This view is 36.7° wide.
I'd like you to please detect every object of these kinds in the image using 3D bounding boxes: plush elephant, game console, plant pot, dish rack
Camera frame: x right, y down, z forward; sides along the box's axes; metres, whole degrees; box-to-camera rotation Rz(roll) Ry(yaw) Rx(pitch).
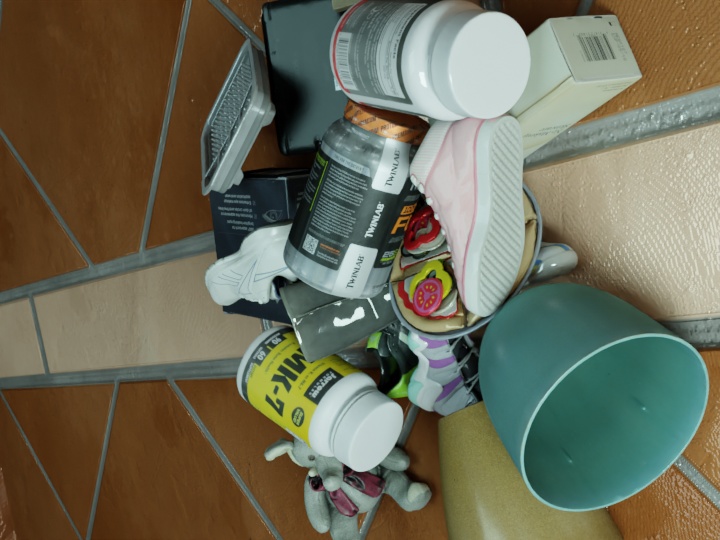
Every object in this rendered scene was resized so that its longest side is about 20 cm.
[{"bbox_3d":[-0.029,0.259,1.434,0.165,0.155,0.200,-37,47,9],"label":"plush elephant"},{"bbox_3d":[-0.068,-0.260,1.458,0.175,0.116,0.201,-4,99,23],"label":"game console"},{"bbox_3d":[0.161,0.238,1.165,0.186,0.186,0.200,-37,70,51],"label":"plant pot"},{"bbox_3d":[0.207,0.105,1.064,0.161,0.200,0.201,-128,41,-53],"label":"plant pot"},{"bbox_3d":[-0.162,-0.202,1.453,0.172,0.043,0.200,-60,24,26],"label":"dish rack"}]

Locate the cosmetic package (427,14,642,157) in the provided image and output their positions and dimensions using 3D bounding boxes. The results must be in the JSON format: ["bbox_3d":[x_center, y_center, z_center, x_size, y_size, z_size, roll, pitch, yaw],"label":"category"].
[{"bbox_3d":[0.171,-0.174,1.097,0.200,0.103,0.073,-37,71,52],"label":"cosmetic package"}]

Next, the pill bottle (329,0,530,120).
[{"bbox_3d":[0.066,-0.207,1.055,0.200,0.114,0.114,23,119,55],"label":"pill bottle"}]

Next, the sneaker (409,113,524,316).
[{"bbox_3d":[0.103,-0.060,1.084,0.104,0.075,0.201,14,110,42],"label":"sneaker"}]

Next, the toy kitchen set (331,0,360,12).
[{"bbox_3d":[0.065,-0.381,1.198,0.180,0.163,0.201,-9,84,22],"label":"toy kitchen set"}]

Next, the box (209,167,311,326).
[{"bbox_3d":[-0.103,-0.037,1.488,0.196,0.117,0.201,8,106,51],"label":"box"}]

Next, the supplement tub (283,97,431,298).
[{"bbox_3d":[0.000,-0.080,1.189,0.122,0.122,0.200,39,118,40],"label":"supplement tub"}]

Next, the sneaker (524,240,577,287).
[{"bbox_3d":[0.150,-0.029,1.191,0.200,0.076,0.105,-16,87,54],"label":"sneaker"}]

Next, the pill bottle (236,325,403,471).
[{"bbox_3d":[-0.050,0.159,1.351,0.200,0.114,0.115,29,123,35],"label":"pill bottle"}]

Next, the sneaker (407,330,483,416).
[{"bbox_3d":[0.128,0.109,1.247,0.140,0.078,0.200,26,146,23],"label":"sneaker"}]

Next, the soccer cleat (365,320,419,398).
[{"bbox_3d":[0.044,0.063,1.354,0.067,0.081,0.201,7,106,52],"label":"soccer cleat"}]

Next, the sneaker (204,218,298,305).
[{"bbox_3d":[-0.136,0.009,1.394,0.200,0.074,0.087,-37,77,51],"label":"sneaker"}]

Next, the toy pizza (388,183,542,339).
[{"bbox_3d":[0.104,-0.022,1.168,0.200,0.032,0.201,-25,49,32],"label":"toy pizza"}]

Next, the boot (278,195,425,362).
[{"bbox_3d":[-0.001,-0.001,1.307,0.199,0.073,0.182,-17,85,11],"label":"boot"}]
